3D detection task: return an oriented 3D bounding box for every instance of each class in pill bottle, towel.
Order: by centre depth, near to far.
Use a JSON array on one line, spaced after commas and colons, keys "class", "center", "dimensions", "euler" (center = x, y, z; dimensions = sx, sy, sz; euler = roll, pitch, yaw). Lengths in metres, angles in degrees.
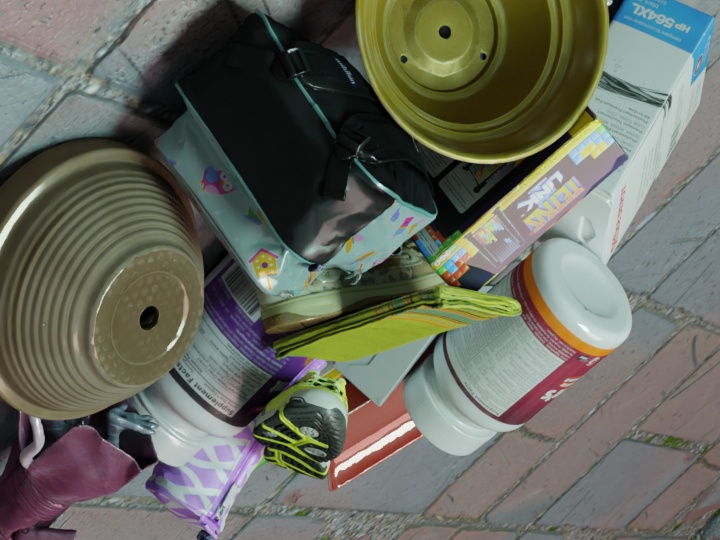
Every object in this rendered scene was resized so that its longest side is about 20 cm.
[{"class": "towel", "center": [0.025, 0.046, 1.502], "dimensions": [0.085, 0.018, 0.199], "euler": [12, 159, -39]}, {"class": "pill bottle", "center": [-0.108, 0.065, 1.621], "dimensions": [0.200, 0.112, 0.111], "euler": [-45, 156, 14]}, {"class": "pill bottle", "center": [0.133, 0.071, 1.714], "dimensions": [0.109, 0.110, 0.200], "euler": [-7, 150, -51]}]

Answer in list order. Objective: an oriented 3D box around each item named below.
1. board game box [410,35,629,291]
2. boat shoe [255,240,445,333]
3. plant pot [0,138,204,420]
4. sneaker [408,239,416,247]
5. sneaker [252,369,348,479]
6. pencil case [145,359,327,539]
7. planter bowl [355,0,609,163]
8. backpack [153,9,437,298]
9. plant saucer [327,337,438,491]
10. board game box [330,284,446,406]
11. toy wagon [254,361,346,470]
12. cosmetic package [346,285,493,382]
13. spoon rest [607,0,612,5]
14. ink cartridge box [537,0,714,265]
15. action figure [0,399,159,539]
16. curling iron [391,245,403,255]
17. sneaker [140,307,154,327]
[{"class": "board game box", "center": [0.090, -0.095, 1.516], "dimensions": [0.165, 0.200, 0.057], "euler": [-40, 129, 6]}, {"class": "boat shoe", "center": [0.000, 0.000, 1.540], "dimensions": [0.199, 0.063, 0.073], "euler": [-13, 175, -46]}, {"class": "plant pot", "center": [-0.173, 0.018, 1.365], "dimensions": [0.200, 0.092, 0.203], "euler": [-25, 126, -39]}, {"class": "sneaker", "center": [0.091, -0.082, 1.648], "dimensions": [0.199, 0.092, 0.076], "euler": [-39, 128, -4]}, {"class": "sneaker", "center": [-0.044, 0.114, 1.606], "dimensions": [0.200, 0.075, 0.077], "euler": [119, -11, -74]}, {"class": "pencil case", "center": [-0.106, 0.133, 1.708], "dimensions": [0.084, 0.085, 0.201], "euler": [40, 75, -37]}, {"class": "planter bowl", "center": [0.075, -0.177, 1.434], "dimensions": [0.199, 0.202, 0.083], "euler": [-31, -169, -17]}, {"class": "backpack", "center": [-0.039, -0.073, 1.398], "dimensions": [0.153, 0.176, 0.200], "euler": [-43, 166, 17]}, {"class": "plant saucer", "center": [0.043, 0.121, 1.905], "dimensions": [0.199, 0.037, 0.200], "euler": [-31, 159, -12]}, {"class": "board game box", "center": [0.068, 0.010, 1.749], "dimensions": [0.148, 0.064, 0.200], "euler": [-53, 175, 35]}, {"class": "toy wagon", "center": [-0.080, 0.142, 1.858], "dimensions": [0.155, 0.040, 0.200], "euler": [-32, 164, -38]}, {"class": "cosmetic package", "center": [0.060, 0.083, 1.979], "dimensions": [0.151, 0.052, 0.199], "euler": [-47, 156, 24]}, {"class": "spoon rest", "center": [0.138, -0.143, 1.620], "dimensions": [0.201, 0.099, 0.061], "euler": [-59, -176, -9]}, {"class": "ink cartridge box", "center": [0.224, -0.122, 1.716], "dimensions": [0.201, 0.084, 0.146], "euler": [-57, 164, -22]}, {"class": "action figure", "center": [-0.251, 0.175, 1.584], "dimensions": [0.148, 0.134, 0.200], "euler": [2, 135, -50]}, {"class": "curling iron", "center": [0.006, -0.039, 1.551], "dimensions": [0.049, 0.200, 0.026], "euler": [-29, 111, -5]}, {"class": "sneaker", "center": [-0.206, 0.012, 1.437], "dimensions": [0.199, 0.074, 0.081], "euler": [-25, 149, -33]}]
